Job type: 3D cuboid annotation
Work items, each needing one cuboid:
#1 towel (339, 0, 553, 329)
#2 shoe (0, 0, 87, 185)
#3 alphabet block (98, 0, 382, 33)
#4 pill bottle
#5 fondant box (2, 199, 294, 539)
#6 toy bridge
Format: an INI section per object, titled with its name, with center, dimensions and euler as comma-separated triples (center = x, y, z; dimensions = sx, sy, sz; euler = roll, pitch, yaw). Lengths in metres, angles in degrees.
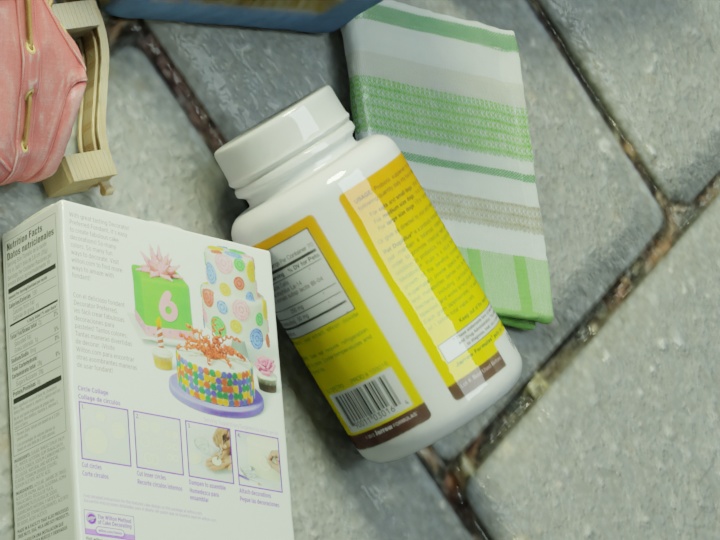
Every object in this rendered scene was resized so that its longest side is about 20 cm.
[towel]
center = 0.050, -0.066, 1.652
dimensions = 0.149, 0.031, 0.201
euler = 9, 67, -39
[shoe]
center = -0.195, -0.142, 1.381
dimensions = 0.091, 0.071, 0.201
euler = -5, 94, -62
[alphabet block]
center = -0.046, -0.269, 1.526
dimensions = 0.195, 0.196, 0.201
euler = 1, 70, -46
[pill bottle]
center = 0.000, 0.000, 1.504
dimensions = 0.109, 0.109, 0.201
euler = -36, 98, -47
[fondant box]
center = -0.111, 0.076, 1.397
dimensions = 0.144, 0.058, 0.201
euler = 14, 62, -40
[toy bridge]
center = -0.173, -0.134, 1.460
dimensions = 0.067, 0.027, 0.201
euler = -14, 81, -48
